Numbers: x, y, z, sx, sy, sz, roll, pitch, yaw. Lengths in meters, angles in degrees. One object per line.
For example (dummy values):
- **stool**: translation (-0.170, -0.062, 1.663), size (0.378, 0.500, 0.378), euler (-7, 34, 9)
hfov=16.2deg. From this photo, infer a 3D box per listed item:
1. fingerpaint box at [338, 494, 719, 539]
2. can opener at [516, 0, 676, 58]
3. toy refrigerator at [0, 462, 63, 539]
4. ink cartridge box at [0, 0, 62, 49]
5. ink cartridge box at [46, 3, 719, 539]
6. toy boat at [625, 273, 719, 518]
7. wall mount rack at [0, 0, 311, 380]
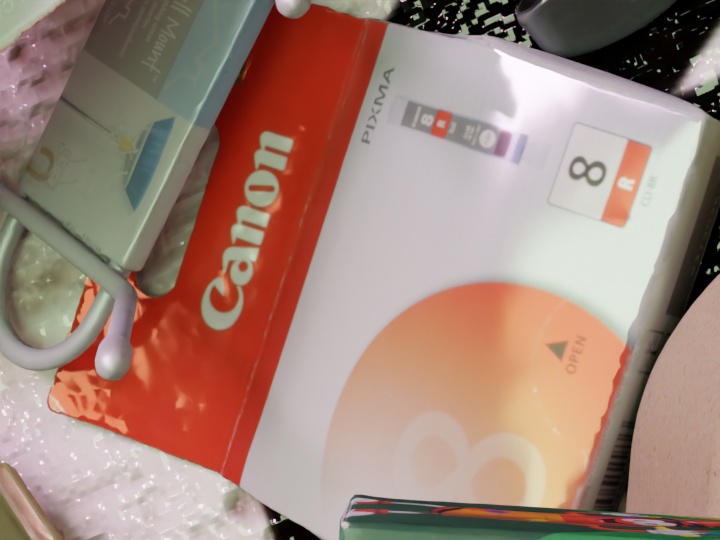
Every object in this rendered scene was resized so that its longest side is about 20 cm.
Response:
- **fingerpaint box**: translation (0.072, 0.160, 0.598), size (0.166, 0.073, 0.201), euler (4, 90, 2)
- **can opener**: translation (0.118, -0.148, 0.760), size (0.200, 0.053, 0.066), euler (-40, 108, 15)
- **toy refrigerator**: translation (-0.105, 0.130, 0.778), size (0.070, 0.076, 0.200), euler (-40, 59, 0)
- **ink cartridge box**: translation (-0.100, -0.161, 0.789), size (0.162, 0.050, 0.200), euler (-36, 62, 0)
- **ink cartridge box**: translation (0.000, 0.000, 0.788), size (0.199, 0.050, 0.163), euler (19, 93, 19)
- **toy boat**: translation (0.146, 0.090, 0.704), size (0.130, 0.131, 0.201), euler (6, 89, -9)
- **wall mount rack**: translation (-0.074, -0.052, 0.785), size (0.174, 0.074, 0.200), euler (35, 102, 42)
